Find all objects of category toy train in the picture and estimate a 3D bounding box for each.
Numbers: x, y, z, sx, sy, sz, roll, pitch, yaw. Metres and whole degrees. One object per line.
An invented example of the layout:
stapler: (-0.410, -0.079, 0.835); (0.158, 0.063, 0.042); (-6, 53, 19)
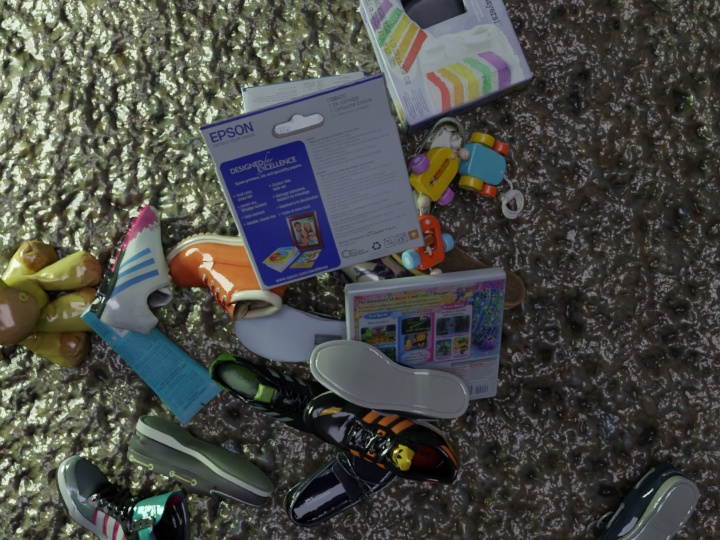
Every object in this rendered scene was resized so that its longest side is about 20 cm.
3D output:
toy train: (0.114, -0.088, 0.847); (0.199, 0.055, 0.152); (-29, 114, -28)

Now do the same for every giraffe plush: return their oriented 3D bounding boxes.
giraffe plush: (-0.440, 0.043, 0.840); (0.197, 0.162, 0.175); (-5, 86, 0)

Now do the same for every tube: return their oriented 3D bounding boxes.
tube: (-0.271, 0.110, 0.876); (0.077, 0.050, 0.200); (-41, 106, 2)

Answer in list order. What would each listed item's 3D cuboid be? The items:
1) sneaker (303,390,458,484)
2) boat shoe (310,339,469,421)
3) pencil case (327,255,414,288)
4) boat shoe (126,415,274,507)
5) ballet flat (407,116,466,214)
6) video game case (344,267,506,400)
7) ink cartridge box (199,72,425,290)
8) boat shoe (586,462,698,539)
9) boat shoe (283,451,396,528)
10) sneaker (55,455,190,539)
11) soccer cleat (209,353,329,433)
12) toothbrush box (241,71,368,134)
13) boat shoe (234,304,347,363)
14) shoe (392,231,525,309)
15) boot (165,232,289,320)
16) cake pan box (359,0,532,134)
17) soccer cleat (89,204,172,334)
sneaker: (0.029, 0.201, 0.806); (0.198, 0.090, 0.071); (22, 92, -13)
boat shoe: (0.030, 0.136, 0.804); (0.197, 0.060, 0.075); (14, 66, -14)
pencil case: (0.000, 0.000, 0.881); (0.199, 0.090, 0.078); (40, 59, 3)
boat shoe: (-0.208, 0.258, 0.870); (0.199, 0.072, 0.061); (25, 91, 10)
ballet flat: (0.080, -0.113, 0.893); (0.067, 0.064, 0.202); (26, 87, 0)
video game case: (0.081, 0.091, 0.841); (0.197, 0.024, 0.184); (-6, 116, -9)
ink cartridge box: (-0.045, -0.093, 0.727); (0.195, 0.047, 0.202); (-15, 117, 3)
boat shoe: (0.342, 0.331, 0.856); (0.074, 0.062, 0.201); (31, 96, -13)
boat shoe: (-0.012, 0.267, 0.868); (0.199, 0.062, 0.075); (-32, 85, -4)
sneaker: (-0.285, 0.298, 0.844); (0.120, 0.084, 0.201); (-36, 93, 19)
soccer cleat: (-0.104, 0.163, 0.867); (0.198, 0.081, 0.068); (22, 86, 2)
toothbrush box: (-0.055, -0.164, 0.832); (0.144, 0.200, 0.087); (-8, 88, -1)
boat shoe: (-0.063, 0.084, 0.879); (0.196, 0.068, 0.075); (2, 83, -6)
shoe: (0.116, 0.001, 0.877); (0.198, 0.053, 0.071); (27, 68, -5)
boot: (-0.173, 0.012, 0.848); (0.198, 0.075, 0.108); (-6, 58, 25)
cake pan box: (0.113, -0.312, 0.915); (0.182, 0.052, 0.202); (-19, 86, -3)
soccer cleat: (-0.276, 0.000, 0.859); (0.086, 0.201, 0.070); (26, 129, -21)
